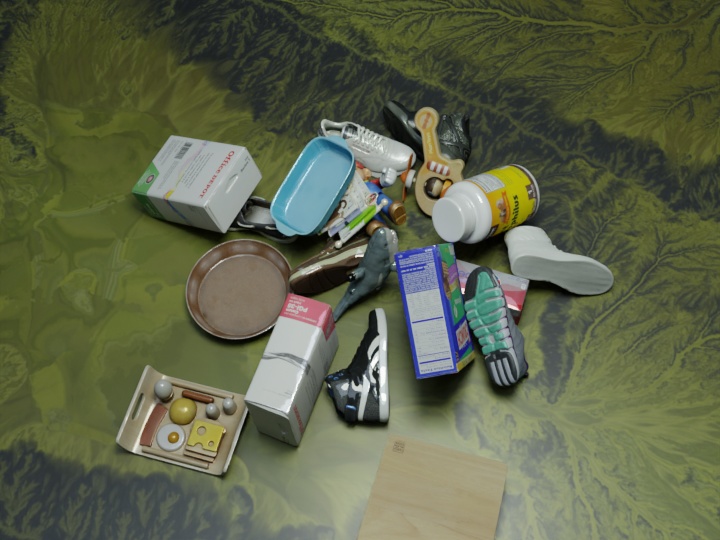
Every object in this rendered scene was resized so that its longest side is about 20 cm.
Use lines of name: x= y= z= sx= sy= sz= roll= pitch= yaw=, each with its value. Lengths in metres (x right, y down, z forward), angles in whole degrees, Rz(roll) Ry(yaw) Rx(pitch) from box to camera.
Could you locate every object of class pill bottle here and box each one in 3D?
pill bottle: x=0.219 y=-0.114 z=1.634 sx=0.198 sy=0.110 sz=0.109 roll=-22 pitch=59 yaw=-38

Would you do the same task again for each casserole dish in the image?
casserole dish: x=-0.080 y=-0.147 z=1.664 sx=0.120 sy=0.039 sz=0.202 roll=28 pitch=85 yaw=34

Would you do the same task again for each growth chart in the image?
growth chart: x=-0.049 y=-0.134 z=1.681 sx=0.145 sy=0.018 sz=0.201 roll=-45 pitch=56 yaw=11

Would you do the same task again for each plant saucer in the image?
plant saucer: x=-0.216 y=0.038 z=1.674 sx=0.196 sy=0.035 sz=0.203 roll=-1 pitch=61 yaw=1

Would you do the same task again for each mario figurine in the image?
mario figurine: x=-0.005 y=-0.146 z=1.699 sx=0.122 sy=0.107 sz=0.200 roll=-18 pitch=44 yaw=-26

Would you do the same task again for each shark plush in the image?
shark plush: x=0.000 y=0.000 z=1.615 sx=0.200 sy=0.083 sz=0.092 roll=-42 pitch=72 yaw=27

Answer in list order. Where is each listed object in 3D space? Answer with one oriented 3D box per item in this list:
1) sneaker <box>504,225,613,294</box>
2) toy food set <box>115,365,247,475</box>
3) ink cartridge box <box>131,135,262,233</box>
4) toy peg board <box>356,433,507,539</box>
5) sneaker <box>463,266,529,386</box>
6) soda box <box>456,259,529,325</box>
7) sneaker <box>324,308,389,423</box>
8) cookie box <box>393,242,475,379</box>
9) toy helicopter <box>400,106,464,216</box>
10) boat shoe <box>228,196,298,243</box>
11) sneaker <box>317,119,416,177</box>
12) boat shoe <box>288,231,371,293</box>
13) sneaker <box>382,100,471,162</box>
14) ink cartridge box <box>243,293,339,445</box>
sneaker: x=0.352 y=-0.027 z=1.654 sx=0.197 sy=0.074 sz=0.116 roll=15 pitch=33 yaw=-14
toy food set: x=-0.291 y=0.247 z=1.547 sx=0.196 sy=0.061 sz=0.145 roll=12 pitch=62 yaw=10
ink cartridge box: x=-0.304 y=-0.163 z=1.727 sx=0.197 sy=0.084 sz=0.146 roll=13 pitch=60 yaw=34
toy peg board: x=0.112 y=0.386 z=1.444 sx=0.196 sy=0.099 sz=0.201 roll=13 pitch=47 yaw=9
sneaker: x=0.233 y=0.092 z=1.567 sx=0.074 sy=0.087 sz=0.204 roll=-16 pitch=84 yaw=35
soda box: x=0.193 y=0.031 z=1.634 sx=0.197 sy=0.070 sz=0.064 roll=16 pitch=65 yaw=12
sneaker: x=-0.007 y=0.158 z=1.573 sx=0.110 sy=0.073 sz=0.203 roll=-2 pitch=62 yaw=1
cookie box: x=0.124 y=0.062 z=1.519 sx=0.074 sy=0.171 sz=0.204 roll=-11 pitch=90 yaw=16
toy helicopter: x=0.127 y=-0.200 z=1.720 sx=0.130 sy=0.079 sz=0.204 roll=-7 pitch=102 yaw=19
boat shoe: x=-0.209 y=-0.107 z=1.738 sx=0.197 sy=0.061 sz=0.075 roll=21 pitch=65 yaw=14
sneaker: x=0.011 y=-0.239 z=1.788 sx=0.196 sy=0.081 sz=0.077 roll=12 pitch=60 yaw=8
boat shoe: x=-0.046 y=-0.022 z=1.679 sx=0.199 sy=0.075 sz=0.075 roll=-18 pitch=57 yaw=-21
sneaker: x=0.139 y=-0.279 z=1.807 sx=0.199 sy=0.077 sz=0.114 roll=39 pitch=68 yaw=18
ink cartridge box: x=-0.111 y=0.165 z=1.533 sx=0.081 sy=0.147 sz=0.202 roll=16 pitch=63 yaw=13
